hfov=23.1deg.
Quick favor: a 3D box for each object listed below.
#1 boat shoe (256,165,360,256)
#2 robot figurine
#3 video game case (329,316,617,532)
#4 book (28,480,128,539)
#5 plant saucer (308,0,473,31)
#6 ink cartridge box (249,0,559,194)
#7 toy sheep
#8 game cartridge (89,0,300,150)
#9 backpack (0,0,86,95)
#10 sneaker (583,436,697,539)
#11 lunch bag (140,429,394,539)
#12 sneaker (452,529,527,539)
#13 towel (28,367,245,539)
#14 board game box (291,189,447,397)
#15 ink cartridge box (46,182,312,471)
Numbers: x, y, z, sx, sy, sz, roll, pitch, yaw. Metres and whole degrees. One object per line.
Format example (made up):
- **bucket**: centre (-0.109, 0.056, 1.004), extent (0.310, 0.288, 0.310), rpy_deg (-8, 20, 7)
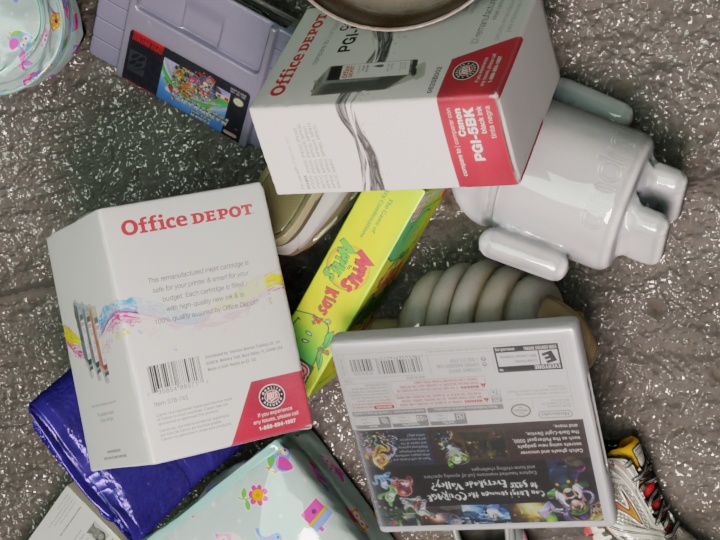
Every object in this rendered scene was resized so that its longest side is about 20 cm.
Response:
- **boat shoe**: centre (-0.020, -0.101, 1.461), extent (0.075, 0.068, 0.200), rpy_deg (39, 89, 25)
- **robot figurine**: centre (0.155, -0.074, 1.388), extent (0.199, 0.113, 0.170), rpy_deg (21, 65, 13)
- **video game case**: centre (0.089, 0.124, 1.379), extent (0.198, 0.023, 0.183), rpy_deg (-5, 117, 20)
- **book**: centre (-0.225, 0.306, 1.618), extent (0.200, 0.048, 0.134), rpy_deg (41, 112, 8)
- **plant saucer**: centre (0.031, -0.275, 1.332), extent (0.198, 0.032, 0.202), rpy_deg (-2, 81, 14)
- **ink cartridge box**: centre (0.035, -0.135, 1.329), extent (0.198, 0.147, 0.083), rpy_deg (-2, 129, 23)
- **toy sheep**: centre (0.096, 0.057, 1.425), extent (0.198, 0.138, 0.139), rpy_deg (2, 101, 24)
- **game cartridge**: centre (-0.133, -0.188, 1.477), extent (0.199, 0.038, 0.130), rpy_deg (29, 129, 11)
- **backpack**: centre (-0.332, -0.243, 1.507), extent (0.166, 0.127, 0.201), rpy_deg (-35, 91, 17)
- **sneaker**: centre (0.215, 0.185, 1.435), extent (0.200, 0.078, 0.082), rpy_deg (38, 108, 8)
- **lunch bag**: centre (-0.085, 0.256, 1.523), extent (0.200, 0.122, 0.171), rpy_deg (-39, 88, 14)
- **sneaker**: centre (0.115, 0.254, 1.477), extent (0.070, 0.082, 0.201), rpy_deg (-22, 93, 20)
- **towel**: centre (-0.170, 0.114, 1.494), extent (0.148, 0.200, 0.049), rpy_deg (55, 152, -11)
- **board game box**: centre (0.000, 0.000, 1.457), extent (0.047, 0.102, 0.201), rpy_deg (32, 108, 8)
- **ink cartridge box**: centre (-0.148, 0.045, 1.405), extent (0.144, 0.144, 0.202), rpy_deg (-16, 85, 62)
